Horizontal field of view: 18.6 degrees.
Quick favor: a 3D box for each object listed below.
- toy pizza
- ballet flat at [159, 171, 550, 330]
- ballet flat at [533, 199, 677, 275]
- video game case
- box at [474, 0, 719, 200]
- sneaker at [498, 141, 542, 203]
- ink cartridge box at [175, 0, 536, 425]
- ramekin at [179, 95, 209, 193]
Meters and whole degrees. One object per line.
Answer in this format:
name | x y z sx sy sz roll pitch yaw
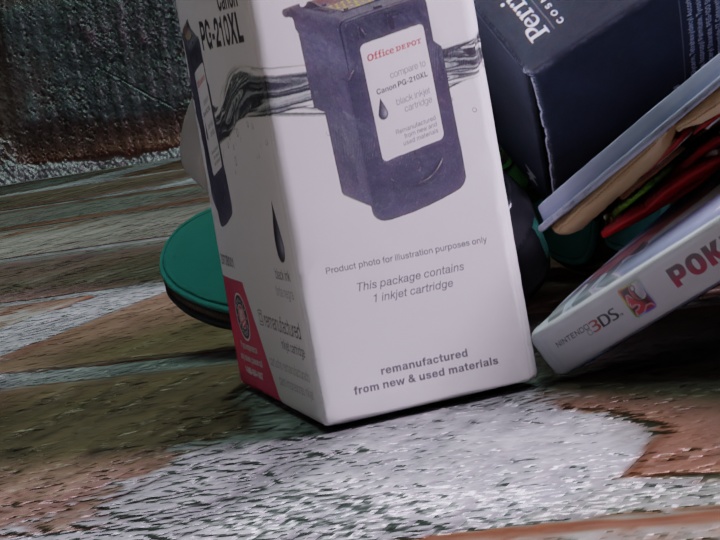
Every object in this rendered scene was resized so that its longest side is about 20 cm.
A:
toy pizza | 0.149 -0.071 0.804 0.200 0.032 0.200 -38 -3 -2
ballet flat | 0.000 0.000 0.960 0.200 0.073 0.073 -9 5 40
ballet flat | 0.136 -0.027 1.013 0.072 0.068 0.200 9 0 -15
video game case | 0.169 -0.051 0.768 0.200 0.023 0.182 -39 2 -41
box | 0.102 -0.169 0.933 0.196 0.200 0.124 -34 -28 -6
sneaker | 0.055 -0.060 1.040 0.085 0.078 0.200 36 24 4
ink cartridge box | -0.010 -0.056 0.813 0.084 0.201 0.145 -11 6 -14
ramekin | -0.007 -0.106 1.358 0.105 0.200 0.200 38 24 15
